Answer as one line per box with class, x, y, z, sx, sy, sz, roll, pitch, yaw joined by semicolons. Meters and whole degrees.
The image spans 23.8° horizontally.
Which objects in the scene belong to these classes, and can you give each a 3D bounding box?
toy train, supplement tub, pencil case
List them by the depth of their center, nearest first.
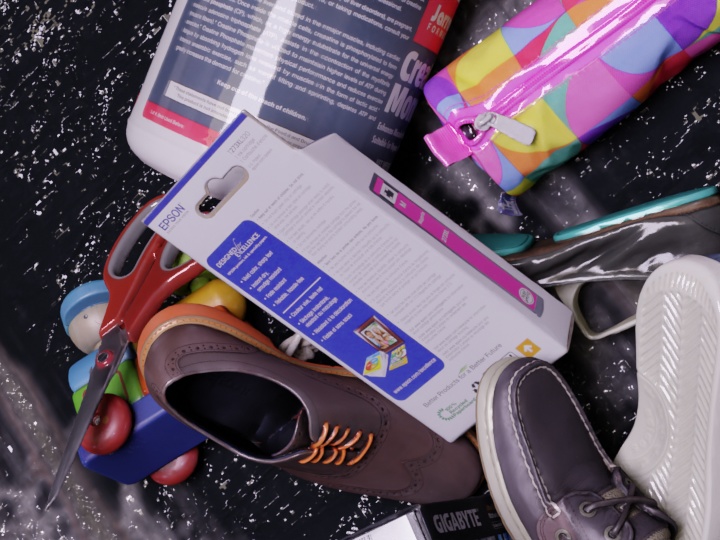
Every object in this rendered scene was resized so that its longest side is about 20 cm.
pencil case;0.126;-0.118;0.873;0.200;0.088;0.088;-38;72;14
supplement tub;-0.028;-0.130;0.906;0.140;0.140;0.200;25;95;23
toy train;-0.078;0.025;0.955;0.200;0.085;0.116;-33;58;14

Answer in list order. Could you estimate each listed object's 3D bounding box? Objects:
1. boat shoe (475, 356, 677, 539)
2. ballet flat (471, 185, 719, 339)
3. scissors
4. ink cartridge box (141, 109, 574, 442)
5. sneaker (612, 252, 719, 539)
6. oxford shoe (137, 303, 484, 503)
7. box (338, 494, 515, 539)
boat shoe;0.118;0.130;0.806;0.065;0.072;0.200;-22;88;48
ballet flat;0.097;0.006;0.885;0.200;0.068;0.069;-9;95;22
scissors;-0.136;0.039;0.924;0.073;0.014;0.200;12;61;36
ink cartridge box;0.000;0.000;0.842;0.200;0.037;0.095;35;129;-16
sneaker;0.175;0.084;0.845;0.075;0.084;0.200;32;123;42
oxford shoe;-0.021;0.085;0.875;0.200;0.073;0.071;21;107;-17
box;-0.014;0.167;0.842;0.198;0.200;0.050;-25;77;20
